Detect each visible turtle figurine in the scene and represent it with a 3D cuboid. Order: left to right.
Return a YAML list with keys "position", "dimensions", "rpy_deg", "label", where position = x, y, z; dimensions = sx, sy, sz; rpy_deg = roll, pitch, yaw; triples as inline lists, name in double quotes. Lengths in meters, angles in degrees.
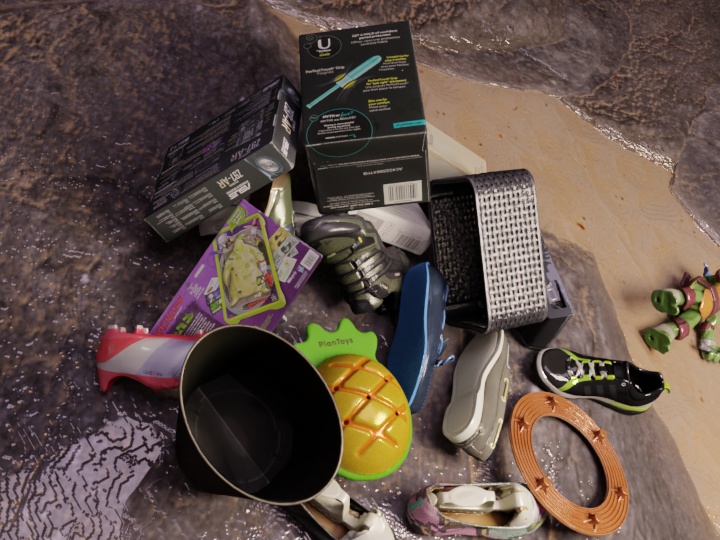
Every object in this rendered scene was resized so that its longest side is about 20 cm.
- position: [0.541, 0.070, 1.276]
  dimensions: [0.192, 0.144, 0.201]
  rpy_deg: [-12, 61, -26]
  label: "turtle figurine"

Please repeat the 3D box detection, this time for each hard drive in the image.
- position: [0.227, 0.002, 1.185]
  dimensions: [0.042, 0.135, 0.202]
  rpy_deg: [-14, 65, -14]
  label: "hard drive"

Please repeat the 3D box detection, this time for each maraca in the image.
- position: [-0.012, 0.149, 0.991]
  dimensions: [0.136, 0.107, 0.202]
  rpy_deg: [-5, 61, -26]
  label: "maraca"

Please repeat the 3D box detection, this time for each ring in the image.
- position: [0.274, 0.242, 1.087]
  dimensions: [0.199, 0.019, 0.202]
  rpy_deg: [24, 41, -22]
  label: "ring"

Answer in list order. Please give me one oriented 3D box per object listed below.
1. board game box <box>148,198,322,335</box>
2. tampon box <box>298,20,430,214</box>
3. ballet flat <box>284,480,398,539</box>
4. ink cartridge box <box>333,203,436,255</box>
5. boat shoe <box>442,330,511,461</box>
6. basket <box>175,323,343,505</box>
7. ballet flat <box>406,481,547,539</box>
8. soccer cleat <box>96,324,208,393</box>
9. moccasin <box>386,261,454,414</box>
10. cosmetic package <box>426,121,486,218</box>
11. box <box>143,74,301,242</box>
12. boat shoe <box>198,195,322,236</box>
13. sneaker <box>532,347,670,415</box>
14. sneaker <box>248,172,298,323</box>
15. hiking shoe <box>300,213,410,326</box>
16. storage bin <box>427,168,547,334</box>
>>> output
- position: [-0.147, 0.032, 0.989]
  dimensions: [0.119, 0.032, 0.201]
  rpy_deg: [35, 86, -3]
  label: "board game box"
- position: [0.004, -0.195, 1.068]
  dimensions: [0.148, 0.127, 0.202]
  rpy_deg: [-6, 54, 2]
  label: "tampon box"
- position: [-0.018, 0.277, 0.929]
  dimensions: [0.199, 0.069, 0.068]
  rpy_deg: [37, 50, 1]
  label: "ballet flat"
- position: [0.005, -0.120, 1.194]
  dimensions: [0.160, 0.050, 0.201]
  rpy_deg: [18, 30, -39]
  label: "ink cartridge box"
- position: [0.160, 0.155, 1.093]
  dimensions: [0.060, 0.072, 0.203]
  rpy_deg: [45, 41, -18]
  label: "boat shoe"
- position: [-0.120, 0.163, 0.861]
  dimensions: [0.136, 0.200, 0.181]
  rpy_deg: [-38, 86, -27]
  label: "basket"
- position: [0.152, 0.280, 1.003]
  dimensions: [0.198, 0.071, 0.070]
  rpy_deg: [5, 56, -22]
  label: "ballet flat"
- position: [-0.195, 0.103, 0.937]
  dimensions: [0.197, 0.067, 0.078]
  rpy_deg: [4, 84, 2]
  label: "soccer cleat"
- position: [0.087, 0.089, 1.081]
  dimensions: [0.068, 0.080, 0.202]
  rpy_deg: [27, 67, -35]
  label: "moccasin"
- position: [0.085, -0.170, 1.237]
  dimensions: [0.199, 0.073, 0.104]
  rpy_deg: [32, 27, -11]
  label: "cosmetic package"
- position: [-0.166, -0.140, 1.039]
  dimensions: [0.044, 0.199, 0.161]
  rpy_deg: [48, 26, -33]
  label: "box"
- position: [-0.118, -0.057, 1.113]
  dimensions: [0.198, 0.071, 0.071]
  rpy_deg: [7, 85, -27]
  label: "boat shoe"
- position: [0.337, 0.140, 1.172]
  dimensions: [0.198, 0.083, 0.072]
  rpy_deg: [15, 53, -15]
  label: "sneaker"
- position: [-0.106, -0.026, 1.056]
  dimensions: [0.089, 0.067, 0.203]
  rpy_deg: [19, 84, -30]
  label: "sneaker"
- position: [0.000, 0.000, 1.079]
  dimensions: [0.199, 0.075, 0.102]
  rpy_deg: [29, 51, -42]
  label: "hiking shoe"
- position: [0.167, -0.027, 1.120]
  dimensions: [0.093, 0.135, 0.203]
  rpy_deg: [-9, 96, -21]
  label: "storage bin"
